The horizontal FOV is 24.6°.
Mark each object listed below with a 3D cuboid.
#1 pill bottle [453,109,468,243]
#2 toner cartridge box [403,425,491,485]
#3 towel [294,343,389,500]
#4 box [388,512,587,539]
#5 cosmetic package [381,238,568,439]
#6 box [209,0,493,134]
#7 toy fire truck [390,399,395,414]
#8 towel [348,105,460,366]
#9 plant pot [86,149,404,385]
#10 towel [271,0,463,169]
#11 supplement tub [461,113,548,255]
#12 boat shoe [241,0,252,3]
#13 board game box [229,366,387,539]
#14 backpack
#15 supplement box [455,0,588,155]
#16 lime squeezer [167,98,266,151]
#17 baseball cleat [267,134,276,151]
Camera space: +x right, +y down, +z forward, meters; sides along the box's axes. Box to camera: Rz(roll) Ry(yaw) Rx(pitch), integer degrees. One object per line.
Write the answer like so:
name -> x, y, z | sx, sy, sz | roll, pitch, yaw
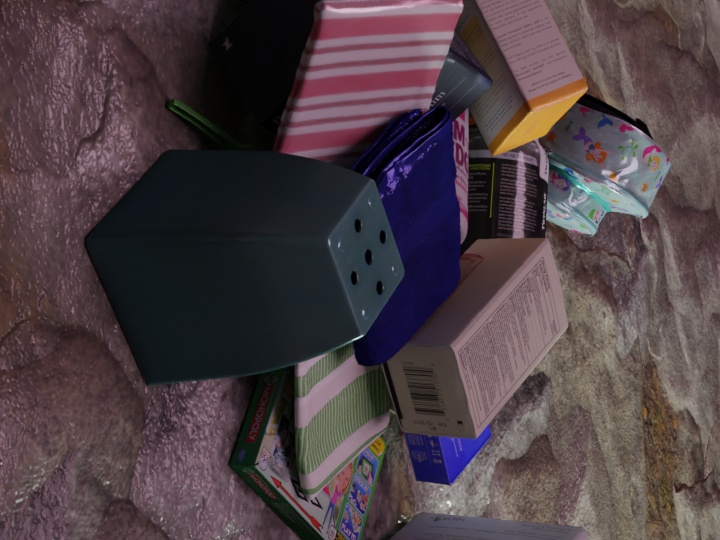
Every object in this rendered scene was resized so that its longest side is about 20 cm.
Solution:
pill bottle -> 0.049, -0.123, 1.601 | 0.113, 0.112, 0.202 | 39, 46, -53
toner cartridge box -> 0.071, 0.099, 1.609 | 0.095, 0.043, 0.202 | -42, 126, -49
towel -> -0.013, 0.087, 1.468 | 0.152, 0.023, 0.202 | -37, 135, -51
box -> 0.114, 0.364, 1.607 | 0.171, 0.198, 0.201 | -27, 113, -56
cosmetic package -> 0.108, 0.060, 1.546 | 0.200, 0.087, 0.104 | -42, 124, -46
box -> -0.005, -0.181, 1.446 | 0.199, 0.148, 0.107 | 24, 28, -53
toy fire truck -> 0.037, 0.088, 1.641 | 0.199, 0.048, 0.143 | 7, 84, -59
towel -> 0.029, -0.029, 1.414 | 0.148, 0.049, 0.201 | -44, 144, -32
plant pot -> -0.079, -0.007, 1.291 | 0.142, 0.198, 0.142 | -54, 133, -46
towel -> -0.004, -0.142, 1.364 | 0.145, 0.030, 0.201 | -10, 133, -37
supplement tub -> 0.138, -0.064, 1.756 | 0.122, 0.121, 0.202 | 22, 70, -58
boat shoe -> -0.064, -0.263, 1.461 | 0.200, 0.073, 0.076 | 39, 55, -53
board game box -> -0.043, 0.168, 1.514 | 0.200, 0.029, 0.136 | 53, 45, -45
backpack -> 0.246, -0.128, 1.878 | 0.177, 0.199, 0.152 | 32, 80, -56
supplement box -> 0.135, -0.233, 1.637 | 0.073, 0.126, 0.201 | -23, 81, -18
lime squeezer -> -0.094, -0.071, 1.405 | 0.071, 0.038, 0.201 | -42, 107, -37
baseball cleat -> -0.046, -0.026, 1.481 | 0.106, 0.069, 0.202 | 26, 66, -57
